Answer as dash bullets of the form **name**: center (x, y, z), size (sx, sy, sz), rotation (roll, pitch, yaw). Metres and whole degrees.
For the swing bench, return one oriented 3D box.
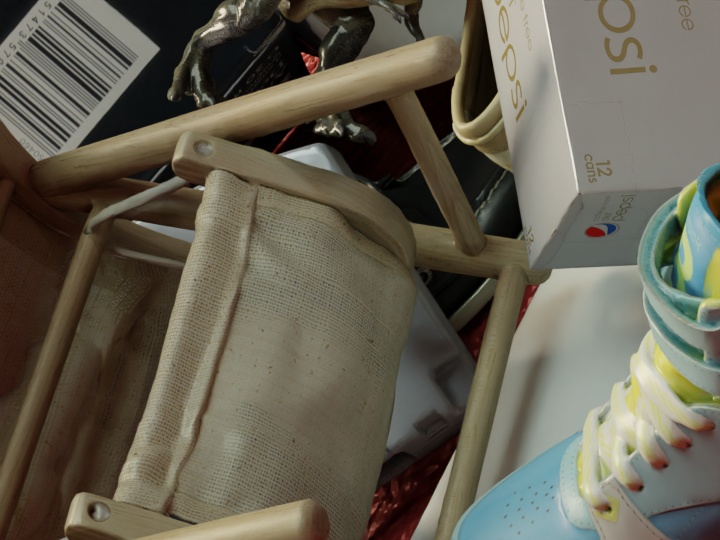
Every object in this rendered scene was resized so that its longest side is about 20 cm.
- **swing bench**: center (-0.063, 0.038, 0.984), size (0.199, 0.130, 0.200), rotation (-1, 52, 23)

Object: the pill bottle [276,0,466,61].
- **pill bottle**: center (0.000, -0.139, 1.256), size (0.106, 0.106, 0.200), rotation (-50, 14, -2)

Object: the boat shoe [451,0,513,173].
- **boat shoe**: center (0.069, -0.130, 1.098), size (0.073, 0.063, 0.202), rotation (-8, 67, 42)

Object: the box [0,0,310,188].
- **box**: center (-0.108, -0.063, 1.244), size (0.149, 0.107, 0.200), rotation (-50, -5, -1)

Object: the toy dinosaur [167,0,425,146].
- **toy dinosaur**: center (-0.025, -0.097, 1.101), size (0.199, 0.047, 0.089), rotation (12, 90, 32)

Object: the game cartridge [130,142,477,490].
- **game cartridge**: center (-0.065, 0.049, 1.107), size (0.200, 0.042, 0.133), rotation (-35, 68, 8)

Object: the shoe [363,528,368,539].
- **shoe**: center (-0.076, 0.151, 1.044), size (0.200, 0.071, 0.091), rotation (-27, 46, 19)

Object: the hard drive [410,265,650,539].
- **hard drive**: center (0.097, 0.030, 1.015), size (0.132, 0.026, 0.201), rotation (-4, 52, 53)

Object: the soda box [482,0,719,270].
- **soda box**: center (0.078, -0.104, 1.000), size (0.064, 0.068, 0.201), rotation (117, 147, -63)

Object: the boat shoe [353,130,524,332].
- **boat shoe**: center (-0.001, -0.001, 1.148), size (0.199, 0.066, 0.075), rotation (-46, 28, 5)

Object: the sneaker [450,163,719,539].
- **sneaker**: center (0.092, 0.031, 0.879), size (0.199, 0.131, 0.080), rotation (-27, 44, 18)
